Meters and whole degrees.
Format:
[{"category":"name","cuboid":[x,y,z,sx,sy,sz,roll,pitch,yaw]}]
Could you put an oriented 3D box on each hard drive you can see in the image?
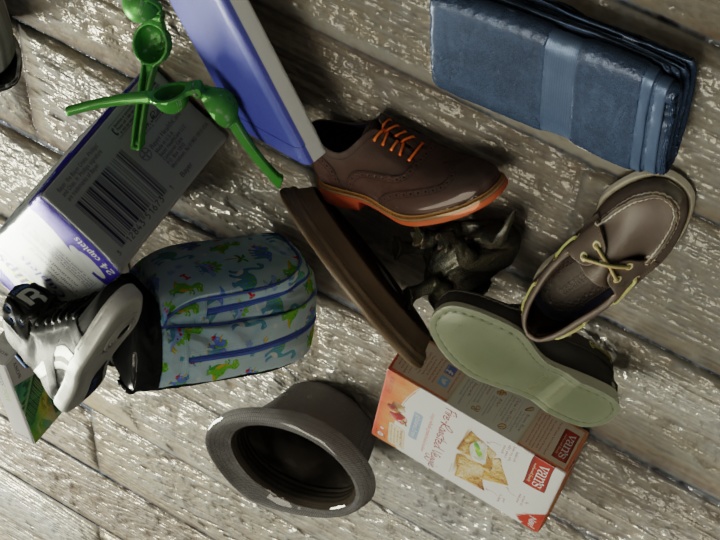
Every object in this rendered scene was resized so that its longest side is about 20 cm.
[{"category":"hard drive","cuboid":[-0.108,-0.189,1.382,0.132,0.025,0.201,32,156,52]}]

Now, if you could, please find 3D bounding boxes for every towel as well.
[{"category":"towel","cuboid":[0.146,-0.146,1.211,0.198,0.049,0.112,24,146,18]}]

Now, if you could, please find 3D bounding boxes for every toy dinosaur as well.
[{"category":"toy dinosaur","cuboid":[0.091,-0.014,1.412,0.201,0.101,0.078,-57,46,46]}]

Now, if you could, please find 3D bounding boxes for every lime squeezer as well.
[{"category":"lime squeezer","cuboid":[-0.150,-0.135,1.422,0.198,0.038,0.071,18,138,-13]},{"category":"lime squeezer","cuboid":[-0.197,-0.208,1.427,0.038,0.070,0.202,27,141,34]}]

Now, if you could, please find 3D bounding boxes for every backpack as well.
[{"category":"backpack","cuboid":[-0.137,0.039,1.581,0.198,0.156,0.163,8,-164,-22]}]

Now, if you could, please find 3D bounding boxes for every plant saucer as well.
[{"category":"plant saucer","cuboid":[0.000,0.000,1.461,0.201,0.029,0.200,51,-176,-5]}]

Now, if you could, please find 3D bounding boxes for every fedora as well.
[{"category":"fedora","cuboid":[-0.061,0.183,1.785,0.198,0.091,0.178,-8,128,41]}]

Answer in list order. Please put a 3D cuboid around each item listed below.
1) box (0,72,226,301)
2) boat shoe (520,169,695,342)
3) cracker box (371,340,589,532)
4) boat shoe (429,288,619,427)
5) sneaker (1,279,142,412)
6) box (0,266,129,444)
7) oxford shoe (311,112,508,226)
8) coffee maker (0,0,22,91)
[{"category":"box","cuboid":[-0.247,-0.067,1.560,0.105,0.185,0.200,42,147,-11]},{"category":"boat shoe","cuboid":[0.193,-0.008,1.312,0.072,0.060,0.200,39,139,-4]},{"category":"cracker box","cuboid":[0.114,0.160,1.619,0.198,0.058,0.135,29,147,12]},{"category":"boat shoe","cuboid":[0.140,0.066,1.421,0.200,0.061,0.072,31,133,-25]},{"category":"sneaker","cuboid":[-0.271,0.044,1.484,0.112,0.073,0.200,45,141,6]},{"category":"box","cuboid":[-0.318,0.071,1.786,0.036,0.200,0.145,24,147,23]},{"category":"oxford shoe","cuboid":[0.032,-0.088,1.375,0.198,0.071,0.073,7,133,39]},{"category":"coffee maker","cuboid":[-0.407,-0.244,1.484,0.134,0.191,0.201,39,150,28]}]
